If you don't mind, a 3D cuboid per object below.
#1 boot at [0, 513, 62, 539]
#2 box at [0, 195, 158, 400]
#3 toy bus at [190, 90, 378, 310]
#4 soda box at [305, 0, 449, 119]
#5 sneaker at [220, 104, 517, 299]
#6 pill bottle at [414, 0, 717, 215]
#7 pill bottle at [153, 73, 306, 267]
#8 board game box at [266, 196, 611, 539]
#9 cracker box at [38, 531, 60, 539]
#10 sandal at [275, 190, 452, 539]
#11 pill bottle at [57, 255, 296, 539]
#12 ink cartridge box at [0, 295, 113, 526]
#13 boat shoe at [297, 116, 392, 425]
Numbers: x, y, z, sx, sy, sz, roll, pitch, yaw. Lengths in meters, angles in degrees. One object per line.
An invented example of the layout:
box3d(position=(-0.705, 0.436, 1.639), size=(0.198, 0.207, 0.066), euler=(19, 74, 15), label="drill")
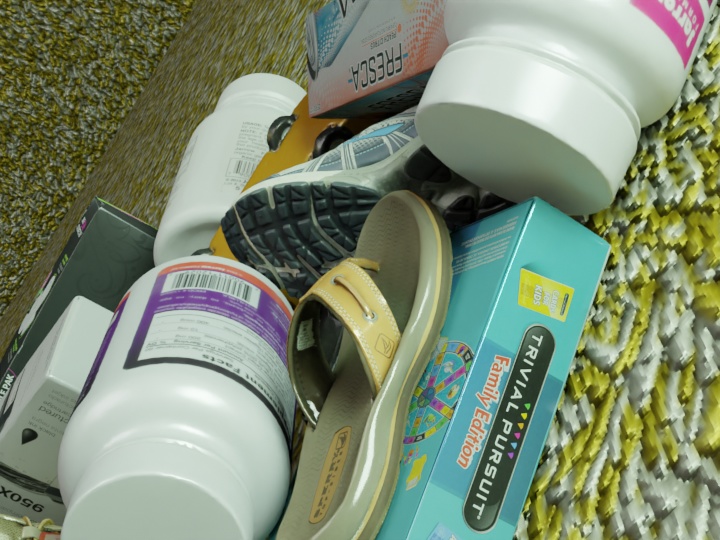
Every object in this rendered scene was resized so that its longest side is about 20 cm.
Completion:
box3d(position=(-0.214, 0.190, 0.849), size=(0.200, 0.155, 0.073), euler=(-52, 20, 23), label="boot")
box3d(position=(-0.215, 0.059, 1.062), size=(0.201, 0.148, 0.124), euler=(-61, 17, 1), label="box")
box3d(position=(-0.038, -0.040, 0.817), size=(0.065, 0.078, 0.201), euler=(20, 76, 49), label="toy bus")
box3d(position=(0.032, -0.132, 0.691), size=(0.200, 0.063, 0.069), euler=(175, 94, -66), label="soda box")
box3d(position=(0.017, -0.046, 0.676), size=(0.199, 0.078, 0.086), euler=(-16, 26, 23), label="sneaker")
box3d(position=(0.106, -0.135, 0.553), size=(0.201, 0.113, 0.113), euler=(-65, 19, -14), label="pill bottle")
box3d(position=(-0.089, -0.066, 0.971), size=(0.114, 0.114, 0.201), euler=(-46, 23, 36), label="pill bottle")
box3d(position=(0.025, 0.078, 0.555), size=(0.151, 0.047, 0.201), euler=(-23, 41, 63), label="board game box")
box3d(position=(-0.186, 0.275, 0.729), size=(0.200, 0.057, 0.135), euler=(-99, 18, -62), label="cracker box")
box3d(position=(-0.007, 0.038, 0.537), size=(0.080, 0.054, 0.201), euler=(-37, 29, 51), label="sandal")
box3d(position=(-0.088, 0.080, 0.609), size=(0.112, 0.111, 0.200), euler=(-53, 14, 20), label="pill bottle")
box3d(position=(-0.202, 0.134, 0.922), size=(0.200, 0.144, 0.085), euler=(-47, 23, 37), label="ink cartridge box")
box3d(position=(0.000, 0.000, 0.724), size=(0.069, 0.056, 0.201), euler=(-23, 41, 61), label="boat shoe")
